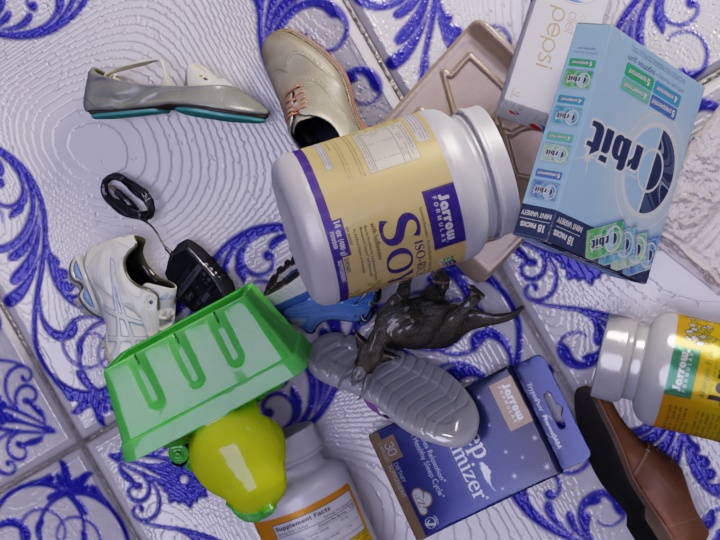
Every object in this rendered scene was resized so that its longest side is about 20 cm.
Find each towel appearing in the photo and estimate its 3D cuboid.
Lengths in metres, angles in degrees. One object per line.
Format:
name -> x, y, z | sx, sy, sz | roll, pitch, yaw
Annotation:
towel -> 0.368, -0.084, 1.336 | 0.132, 0.034, 0.200 | 37, 102, 4

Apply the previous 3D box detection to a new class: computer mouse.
computer mouse -> -0.201, -0.029, 1.461 | 0.200, 0.034, 0.059 | 49, 123, 7

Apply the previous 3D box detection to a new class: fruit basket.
fruit basket -> -0.132, 0.141, 1.356 | 0.215, 0.156, 0.217 | 0, 98, 0

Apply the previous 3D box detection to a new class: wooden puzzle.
wooden puzzle -> 0.120, -0.118, 1.378 | 0.185, 0.046, 0.200 | 44, 108, 3

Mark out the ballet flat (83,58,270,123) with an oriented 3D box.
ballet flat -> -0.190, -0.186, 1.418 | 0.199, 0.067, 0.064 | 3, 91, 11

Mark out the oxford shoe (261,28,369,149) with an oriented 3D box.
oxford shoe -> -0.047, -0.164, 1.369 | 0.071, 0.074, 0.200 | -44, 68, 25

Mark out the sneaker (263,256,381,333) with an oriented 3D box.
sneaker -> 0.000, 0.000, 1.401 | 0.200, 0.079, 0.089 | -31, 114, 27

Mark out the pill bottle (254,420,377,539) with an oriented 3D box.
pill bottle -> -0.048, 0.263, 1.423 | 0.111, 0.111, 0.201 | -22, 93, 13

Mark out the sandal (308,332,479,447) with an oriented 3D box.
sandal -> 0.035, 0.124, 1.410 | 0.202, 0.082, 0.050 | 29, 145, 25

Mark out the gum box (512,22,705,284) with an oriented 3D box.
gum box -> 0.233, -0.104, 1.276 | 0.044, 0.170, 0.201 | 14, 87, 44

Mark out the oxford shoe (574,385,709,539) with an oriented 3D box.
oxford shoe -> 0.280, 0.197, 1.384 | 0.071, 0.071, 0.201 | -29, 88, -17

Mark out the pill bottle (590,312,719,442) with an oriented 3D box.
pill bottle -> 0.328, 0.104, 1.327 | 0.199, 0.113, 0.113 | 14, 100, 10

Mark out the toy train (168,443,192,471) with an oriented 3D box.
toy train -> -0.144, 0.127, 1.463 | 0.056, 0.042, 0.201 | 26, 101, -3

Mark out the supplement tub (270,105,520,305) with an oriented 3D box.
supplement tub -> 0.031, -0.063, 1.261 | 0.199, 0.145, 0.146 | -18, 94, -7

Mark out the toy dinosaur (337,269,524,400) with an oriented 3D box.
toy dinosaur -> 0.065, 0.049, 1.386 | 0.077, 0.199, 0.102 | 59, 149, 26

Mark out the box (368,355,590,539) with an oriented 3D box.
box -> 0.121, 0.180, 1.410 | 0.199, 0.032, 0.122 | -28, 80, 12

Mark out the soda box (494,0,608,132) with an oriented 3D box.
soda box -> 0.191, -0.235, 1.303 | 0.068, 0.064, 0.201 | 18, 82, -1

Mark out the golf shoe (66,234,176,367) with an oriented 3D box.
golf shoe -> -0.225, 0.057, 1.443 | 0.097, 0.078, 0.201 | -29, 92, 23
